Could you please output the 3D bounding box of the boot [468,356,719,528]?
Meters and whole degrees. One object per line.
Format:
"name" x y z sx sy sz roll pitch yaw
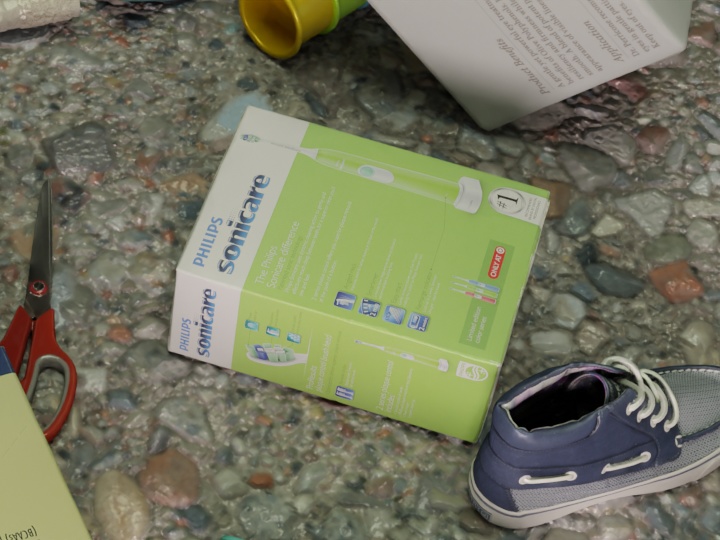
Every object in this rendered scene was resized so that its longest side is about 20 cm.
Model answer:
"boot" 0.160 0.086 1.175 0.200 0.090 0.073 -21 57 -24

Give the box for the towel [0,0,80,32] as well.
"towel" -0.292 -0.229 1.391 0.132 0.035 0.200 -18 56 -21

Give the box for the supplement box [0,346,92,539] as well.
"supplement box" -0.237 0.177 1.001 0.200 0.134 0.200 -17 56 -22

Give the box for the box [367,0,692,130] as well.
"box" 0.107 -0.245 1.334 0.199 0.171 0.200 45 42 -30

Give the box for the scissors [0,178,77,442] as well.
"scissors" -0.191 0.024 1.216 0.073 0.014 0.200 13 49 4

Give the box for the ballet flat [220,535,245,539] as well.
"ballet flat" 0.002 0.203 1.078 0.200 0.069 0.069 16 50 9

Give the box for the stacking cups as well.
"stacking cups" 0.001 -0.217 1.425 0.060 0.061 0.200 38 50 20

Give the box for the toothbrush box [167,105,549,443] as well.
"toothbrush box" 0.000 0.000 1.220 0.200 0.086 0.146 17 50 3
